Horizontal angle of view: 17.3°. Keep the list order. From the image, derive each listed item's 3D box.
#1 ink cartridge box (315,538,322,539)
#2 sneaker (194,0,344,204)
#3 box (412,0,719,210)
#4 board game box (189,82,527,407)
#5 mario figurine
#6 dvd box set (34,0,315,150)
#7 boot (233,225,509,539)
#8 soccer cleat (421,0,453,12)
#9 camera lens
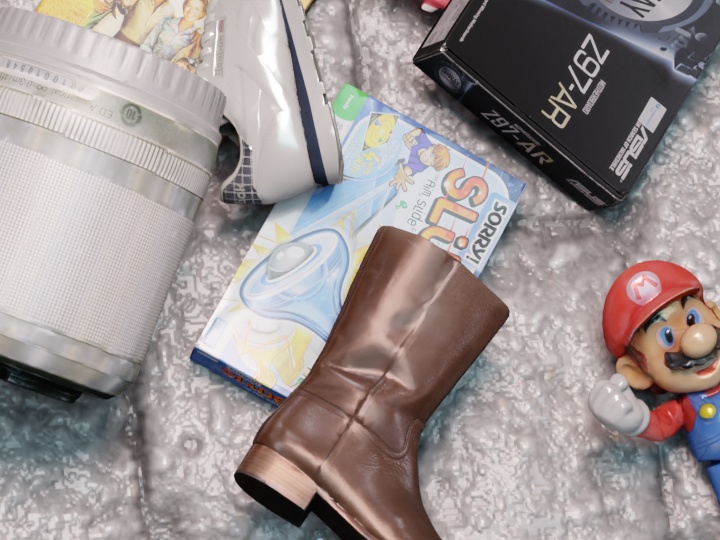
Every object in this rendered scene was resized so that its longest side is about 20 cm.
[{"bbox_3d":[-0.080,0.258,1.377,0.200,0.067,0.116,-29,82,-17],"label":"ink cartridge box"},{"bbox_3d":[-0.069,-0.139,1.460,0.080,0.076,0.200,-15,74,4],"label":"sneaker"},{"bbox_3d":[0.148,-0.165,1.526,0.160,0.044,0.200,39,70,-17],"label":"box"},{"bbox_3d":[0.000,0.000,1.481,0.135,0.034,0.200,29,72,-1],"label":"board game box"},{"bbox_3d":[0.221,0.081,1.458,0.200,0.106,0.123,56,39,0],"label":"mario figurine"},{"bbox_3d":[-0.127,-0.150,1.503,0.146,0.029,0.200,32,72,0],"label":"dvd box set"},{"bbox_3d":[0.048,0.088,1.419,0.186,0.064,0.200,34,67,-2],"label":"boot"},{"bbox_3d":[0.007,-0.243,1.517,0.200,0.067,0.076,40,103,-4],"label":"soccer cleat"},{"bbox_3d":[-0.179,-0.034,1.376,0.160,0.160,0.200,21,86,-4],"label":"camera lens"}]
